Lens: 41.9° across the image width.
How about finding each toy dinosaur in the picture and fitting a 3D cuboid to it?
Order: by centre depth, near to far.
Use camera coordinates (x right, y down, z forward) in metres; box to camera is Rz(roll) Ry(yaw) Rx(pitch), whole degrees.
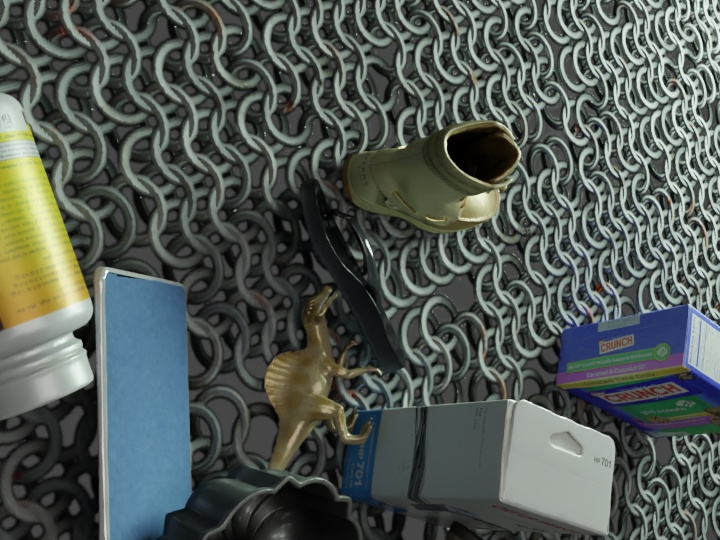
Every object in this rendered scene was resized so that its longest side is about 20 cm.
[{"bbox_3d":[-0.042,0.119,0.830,0.100,0.058,0.202,24,66,-18],"label":"toy dinosaur"}]

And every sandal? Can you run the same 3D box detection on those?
[{"bbox_3d":[0.000,0.000,0.863,0.202,0.042,0.076,62,10,-22],"label":"sandal"}]

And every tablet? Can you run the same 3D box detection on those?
[{"bbox_3d":[-0.162,0.104,0.706,0.130,0.013,0.203,20,66,-72],"label":"tablet"}]

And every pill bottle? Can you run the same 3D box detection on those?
[{"bbox_3d":[-0.248,-0.007,0.628,0.109,0.109,0.203,-23,97,-40],"label":"pill bottle"}]

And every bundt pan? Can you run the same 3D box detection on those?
[{"bbox_3d":[-0.092,0.241,0.712,0.200,0.075,0.205,-16,113,-44],"label":"bundt pan"}]

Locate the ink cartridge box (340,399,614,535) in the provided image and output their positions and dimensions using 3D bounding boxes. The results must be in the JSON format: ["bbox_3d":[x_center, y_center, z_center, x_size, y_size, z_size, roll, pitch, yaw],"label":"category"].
[{"bbox_3d":[0.101,0.176,0.832,0.145,0.199,0.087,25,67,-34],"label":"ink cartridge box"}]

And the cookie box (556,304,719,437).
[{"bbox_3d":[0.352,0.122,1.077,0.199,0.170,0.076,29,61,-32],"label":"cookie box"}]

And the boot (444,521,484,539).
[{"bbox_3d":[0.087,0.335,0.871,0.151,0.073,0.201,-50,143,-17],"label":"boot"}]

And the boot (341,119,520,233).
[{"bbox_3d":[0.102,-0.090,0.910,0.198,0.154,0.074,11,75,-38],"label":"boot"}]
